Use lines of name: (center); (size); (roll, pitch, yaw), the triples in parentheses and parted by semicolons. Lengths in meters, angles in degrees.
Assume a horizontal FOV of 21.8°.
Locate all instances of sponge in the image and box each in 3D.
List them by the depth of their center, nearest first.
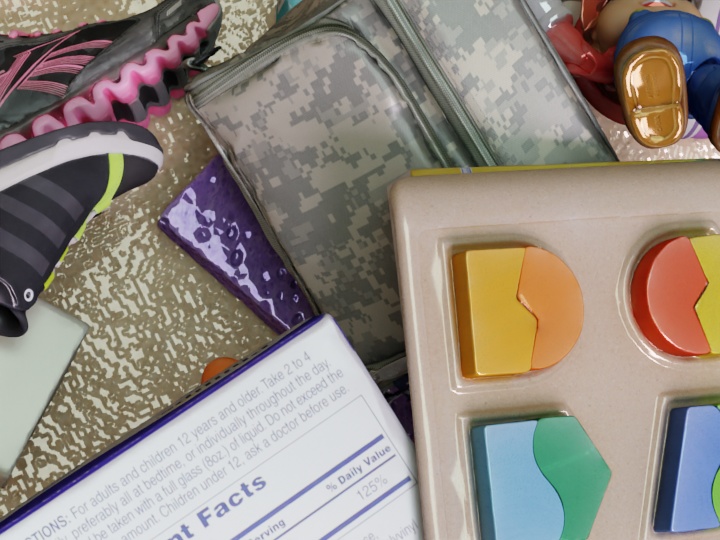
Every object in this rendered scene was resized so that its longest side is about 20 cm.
sponge: (0.000, 0.000, 1.016); (0.200, 0.030, 0.112); (42, 75, -3)

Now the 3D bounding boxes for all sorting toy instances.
sorting toy: (0.110, 0.050, 0.812); (0.184, 0.036, 0.201); (-4, 80, -19)

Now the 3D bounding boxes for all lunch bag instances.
lunch bag: (0.024, -0.056, 0.941); (0.167, 0.139, 0.201); (-32, 99, -3)

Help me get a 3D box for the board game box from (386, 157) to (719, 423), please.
board game box: (0.117, 0.019, 0.859); (0.199, 0.034, 0.135); (-4, 81, -19)

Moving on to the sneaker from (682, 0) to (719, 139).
sneaker: (0.228, -0.168, 1.040); (0.114, 0.073, 0.201); (-2, 125, -17)

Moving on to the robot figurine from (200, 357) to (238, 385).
robot figurine: (-0.050, 0.146, 0.937); (0.143, 0.117, 0.201); (6, 80, -14)

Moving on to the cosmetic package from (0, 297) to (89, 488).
cosmetic package: (-0.242, 0.023, 0.920); (0.199, 0.103, 0.088); (28, 76, -5)

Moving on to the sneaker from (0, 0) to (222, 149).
sneaker: (-0.164, -0.101, 0.980); (0.200, 0.079, 0.096); (-36, 78, -17)

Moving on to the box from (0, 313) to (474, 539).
box: (-0.046, 0.154, 0.821); (0.184, 0.105, 0.201); (-33, 91, -17)

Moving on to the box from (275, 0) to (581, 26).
box: (0.054, -0.157, 1.044); (0.199, 0.049, 0.083); (4, 80, -12)

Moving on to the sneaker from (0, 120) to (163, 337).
sneaker: (-0.169, -0.010, 0.871); (0.200, 0.072, 0.083); (-23, 91, -42)

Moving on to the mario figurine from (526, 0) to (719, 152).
mario figurine: (0.149, -0.122, 0.934); (0.123, 0.200, 0.106); (40, 100, -15)
